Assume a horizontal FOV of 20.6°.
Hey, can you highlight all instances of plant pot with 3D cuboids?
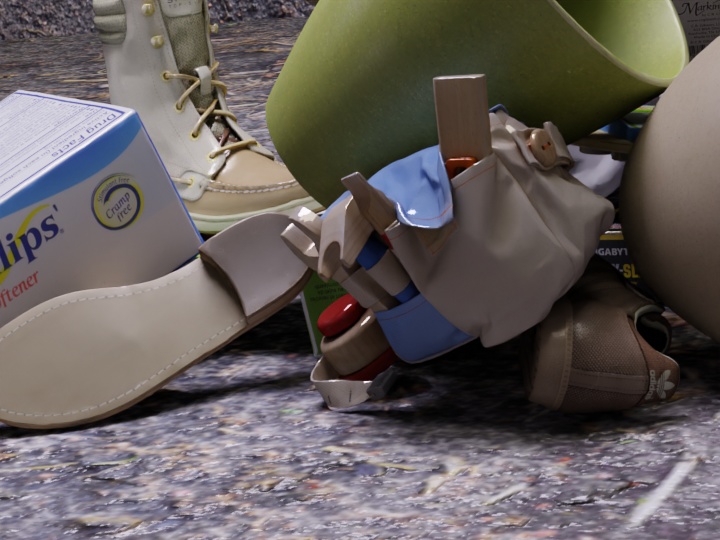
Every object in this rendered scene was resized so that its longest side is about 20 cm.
[{"bbox_3d":[0.047,-0.120,1.100,0.200,0.188,0.187,-39,-4,28],"label":"plant pot"},{"bbox_3d":[0.212,-0.037,1.023,0.134,0.202,0.199,-12,5,45],"label":"plant pot"}]

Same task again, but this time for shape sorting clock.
[{"bbox_3d":[0.234,-0.083,1.336,0.198,0.040,0.200,2,12,-1],"label":"shape sorting clock"}]

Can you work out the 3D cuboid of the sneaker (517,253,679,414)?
[{"bbox_3d":[0.126,0.033,1.058,0.075,0.071,0.200,11,19,2],"label":"sneaker"}]

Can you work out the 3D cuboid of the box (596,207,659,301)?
[{"bbox_3d":[0.255,-0.021,1.229,0.198,0.050,0.159,1,13,33],"label":"box"}]

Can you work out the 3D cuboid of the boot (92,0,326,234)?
[{"bbox_3d":[-0.100,-0.107,1.267,0.072,0.156,0.199,-15,16,-43],"label":"boot"}]

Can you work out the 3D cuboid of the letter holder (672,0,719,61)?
[{"bbox_3d":[0.188,-0.195,1.219,0.198,0.101,0.143,-4,38,15],"label":"letter holder"}]

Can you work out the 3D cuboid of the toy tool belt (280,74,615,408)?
[{"bbox_3d":[0.024,-0.022,1.028,0.199,0.123,0.125,-27,17,43],"label":"toy tool belt"}]

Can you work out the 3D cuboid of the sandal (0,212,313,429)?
[{"bbox_3d":[-0.119,0.042,1.137,0.210,0.078,0.070,-27,-22,-11],"label":"sandal"}]

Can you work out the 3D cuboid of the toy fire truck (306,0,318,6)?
[{"bbox_3d":[-0.013,-0.125,1.375,0.127,0.202,0.176,-3,-25,-8],"label":"toy fire truck"}]

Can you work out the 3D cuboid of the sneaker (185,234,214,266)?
[{"bbox_3d":[-0.126,-0.013,1.382,0.114,0.077,0.200,-8,22,-27],"label":"sneaker"}]

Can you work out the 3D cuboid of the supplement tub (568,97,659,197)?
[{"bbox_3d":[0.168,-0.129,1.576,0.130,0.133,0.200,-4,13,15],"label":"supplement tub"}]

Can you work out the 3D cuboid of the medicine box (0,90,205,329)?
[{"bbox_3d":[-0.225,-0.017,1.219,0.182,0.104,0.199,-37,24,-21],"label":"medicine box"}]

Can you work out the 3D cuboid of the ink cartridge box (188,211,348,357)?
[{"bbox_3d":[0.000,0.000,1.222,0.198,0.077,0.147,-10,9,33],"label":"ink cartridge box"}]
